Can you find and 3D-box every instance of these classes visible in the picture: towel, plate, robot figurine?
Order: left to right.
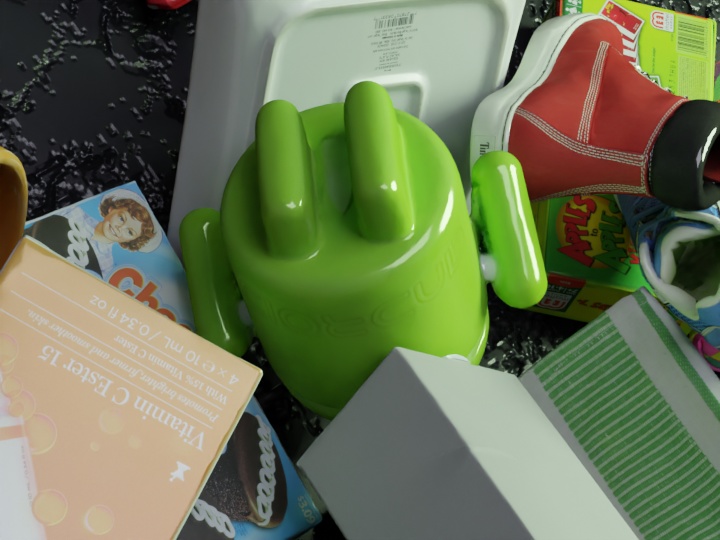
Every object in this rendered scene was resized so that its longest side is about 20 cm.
[{"bbox_3d":[0.000,0.000,0.902,0.174,0.201,0.116,-13,53,4],"label":"robot figurine"},{"bbox_3d":[0.001,-0.082,0.968,0.198,0.201,0.032,-10,37,-30],"label":"plate"},{"bbox_3d":[0.100,0.116,0.925,0.199,0.023,0.153,-36,56,2],"label":"towel"}]

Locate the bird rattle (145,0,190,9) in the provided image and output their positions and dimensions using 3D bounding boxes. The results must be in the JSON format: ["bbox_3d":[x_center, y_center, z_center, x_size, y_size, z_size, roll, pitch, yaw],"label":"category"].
[{"bbox_3d":[-0.035,-0.162,1.059,0.199,0.113,0.163,31,34,14],"label":"bird rattle"}]

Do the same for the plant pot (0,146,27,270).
[{"bbox_3d":[-0.272,-0.005,0.797,0.182,0.201,0.201,29,56,6],"label":"plant pot"}]

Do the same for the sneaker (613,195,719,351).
[{"bbox_3d":[0.179,-0.020,0.979,0.077,0.076,0.200,31,16,-32],"label":"sneaker"}]

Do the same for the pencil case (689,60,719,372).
[{"bbox_3d":[0.241,-0.031,1.129,0.088,0.088,0.201,15,61,-20],"label":"pencil case"}]

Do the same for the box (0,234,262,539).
[{"bbox_3d":[-0.147,0.109,0.819,0.124,0.098,0.201,29,70,-3],"label":"box"}]

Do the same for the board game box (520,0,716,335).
[{"bbox_3d":[0.154,-0.066,1.109,0.101,0.048,0.201,11,61,-8],"label":"board game box"}]

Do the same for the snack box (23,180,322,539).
[{"bbox_3d":[-0.117,0.064,0.925,0.116,0.037,0.201,-24,79,-34],"label":"snack box"}]

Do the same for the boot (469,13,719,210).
[{"bbox_3d":[0.152,-0.083,0.993,0.143,0.073,0.200,4,26,19],"label":"boot"}]

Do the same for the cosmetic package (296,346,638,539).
[{"bbox_3d":[0.070,0.135,0.844,0.106,0.090,0.200,17,27,-48],"label":"cosmetic package"}]
